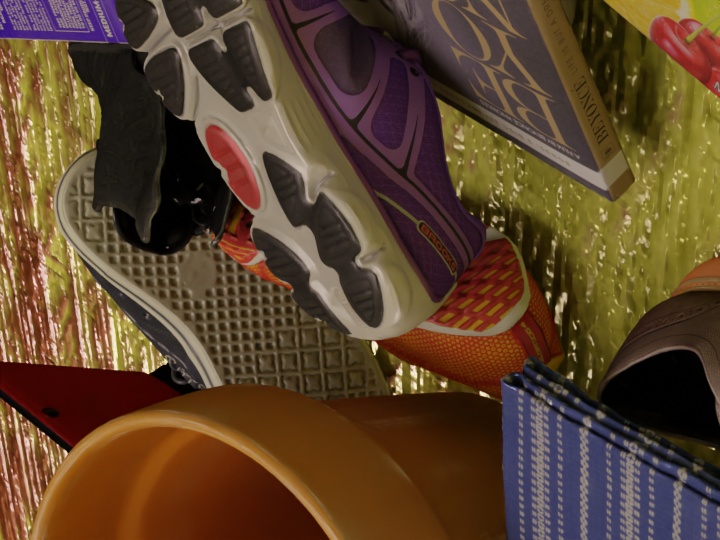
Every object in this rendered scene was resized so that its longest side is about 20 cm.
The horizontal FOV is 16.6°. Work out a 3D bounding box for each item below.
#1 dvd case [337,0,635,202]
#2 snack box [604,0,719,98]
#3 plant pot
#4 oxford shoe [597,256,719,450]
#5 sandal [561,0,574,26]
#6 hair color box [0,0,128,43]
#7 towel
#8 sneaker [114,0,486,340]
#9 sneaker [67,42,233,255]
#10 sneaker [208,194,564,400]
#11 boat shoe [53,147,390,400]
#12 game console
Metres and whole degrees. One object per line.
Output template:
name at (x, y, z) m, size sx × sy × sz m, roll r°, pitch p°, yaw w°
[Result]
dvd case at (0.012, -0.115, 0.843) m, size 0.148 × 0.016 × 0.200 m, roll 34°, pitch 164°, yaw 37°
snack box at (0.094, -0.144, 0.734) m, size 0.200 × 0.053 × 0.143 m, roll 41°, pitch 148°, yaw 14°
plant pot at (-0.003, 0.132, 1.010) m, size 0.199 × 0.183 × 0.202 m, roll 13°, pitch 111°, yaw 38°
oxford shoe at (0.161, 0.042, 0.815) m, size 0.199 × 0.073 × 0.072 m, roll 1°, pitch 120°, yaw 56°
sandal at (0.011, -0.158, 0.860) m, size 0.203 × 0.050 × 0.082 m, roll 59°, pitch 151°, yaw -7°
hair color box at (-0.109, -0.142, 0.999) m, size 0.199 × 0.109 × 0.065 m, roll 11°, pitch 128°, yaw 53°
towel at (0.127, 0.126, 0.853) m, size 0.199 × 0.024 × 0.146 m, roll 29°, pitch 137°, yaw 39°
sneaker at (-0.022, -0.074, 0.892) m, size 0.080 × 0.083 × 0.201 m, roll -12°, pitch 110°, yaw 52°
sneaker at (-0.088, -0.056, 1.031) m, size 0.200 × 0.060 × 0.105 m, roll 174°, pitch 106°, yaw -71°
sneaker at (0.000, 0.000, 1.025) m, size 0.200 × 0.073 × 0.077 m, roll 35°, pitch 161°, yaw 42°
boat shoe at (-0.060, 0.021, 1.126) m, size 0.200 × 0.075 × 0.062 m, roll 44°, pitch 172°, yaw -7°
game console at (-0.077, 0.127, 1.197) m, size 0.200 × 0.118 × 0.173 m, roll 31°, pitch 140°, yaw 49°
